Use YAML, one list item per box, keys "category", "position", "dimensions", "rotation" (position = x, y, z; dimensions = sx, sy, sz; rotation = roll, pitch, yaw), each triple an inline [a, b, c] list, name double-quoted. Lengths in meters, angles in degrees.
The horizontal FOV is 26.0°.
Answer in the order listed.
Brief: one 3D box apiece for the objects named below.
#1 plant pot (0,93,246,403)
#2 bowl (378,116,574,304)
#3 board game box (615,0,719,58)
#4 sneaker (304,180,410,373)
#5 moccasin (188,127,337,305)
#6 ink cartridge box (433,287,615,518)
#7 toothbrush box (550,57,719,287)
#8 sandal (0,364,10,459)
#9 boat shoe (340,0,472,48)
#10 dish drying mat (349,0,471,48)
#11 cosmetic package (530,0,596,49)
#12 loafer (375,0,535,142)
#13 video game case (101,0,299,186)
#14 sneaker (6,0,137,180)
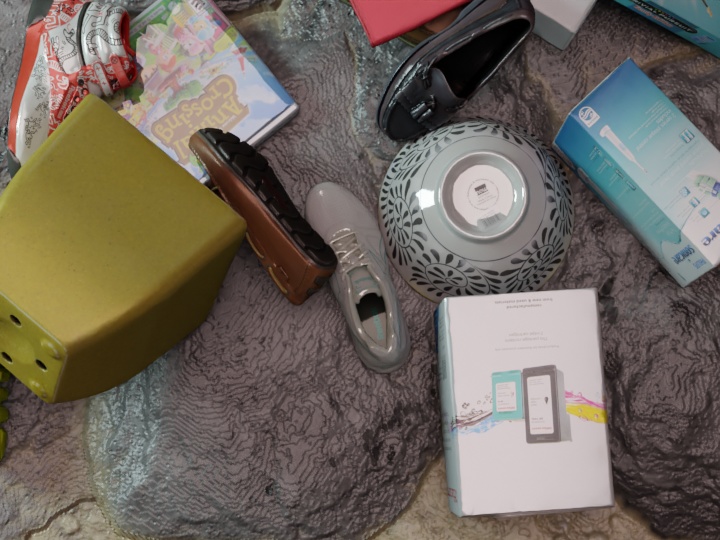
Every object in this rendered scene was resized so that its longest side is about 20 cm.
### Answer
- category: "plant pot"
  position: [-0.255, 0.003, 1.431]
  dimensions: [0.194, 0.196, 0.200]
  rotation: [39, 54, 5]
- category: "bowl"
  position: [0.116, -0.065, 1.530]
  dimensions: [0.199, 0.094, 0.203]
  rotation: [0, 81, 1]
- category: "board game box"
  position: [0.323, -0.321, 1.551]
  dimensions: [0.199, 0.047, 0.152]
  rotation: [22, 81, -24]
- category: "sneaker"
  position: [0.000, 0.000, 1.528]
  dimensions: [0.070, 0.080, 0.202]
  rotation: [-23, 81, -2]
- category: "moccasin"
  position: [-0.104, -0.055, 1.519]
  dimensions: [0.202, 0.074, 0.078]
  rotation: [50, 118, 9]
- category: "ink cartridge box"
  position: [0.151, 0.127, 1.471]
  dimensions: [0.145, 0.147, 0.202]
  rotation: [-4, 84, -1]
- category: "toothbrush box"
  position: [0.288, -0.090, 1.508]
  dimensions: [0.085, 0.146, 0.200]
  rotation: [-41, 83, -6]
- category: "sandal"
  position: [-0.384, 0.087, 1.515]
  dimensions: [0.086, 0.080, 0.202]
  rotation: [5, 80, 4]
- category: "boat shoe"
  position: [0.043, -0.276, 1.574]
  dimensions: [0.199, 0.068, 0.072]
  rotation: [21, 82, 3]
- category: "dish drying mat"
  position: [0.085, -0.295, 1.534]
  dimensions: [0.199, 0.018, 0.077]
  rotation: [-26, 88, 1]
- category: "cosmetic package"
  position: [0.153, -0.322, 1.581]
  dimensions: [0.199, 0.074, 0.102]
  rotation: [33, 83, 3]
- category: "loafer"
  position: [0.092, -0.198, 1.530]
  dimensions: [0.072, 0.063, 0.200]
  rotation: [36, 108, -29]
- category: "video game case"
  position: [-0.193, -0.171, 1.581]
  dimensions: [0.200, 0.022, 0.182]
  rotation: [-39, 84, -6]
- category: "sneaker"
  position: [-0.282, -0.173, 1.537]
  dimensions: [0.107, 0.067, 0.203]
  rotation: [6, 79, 4]
